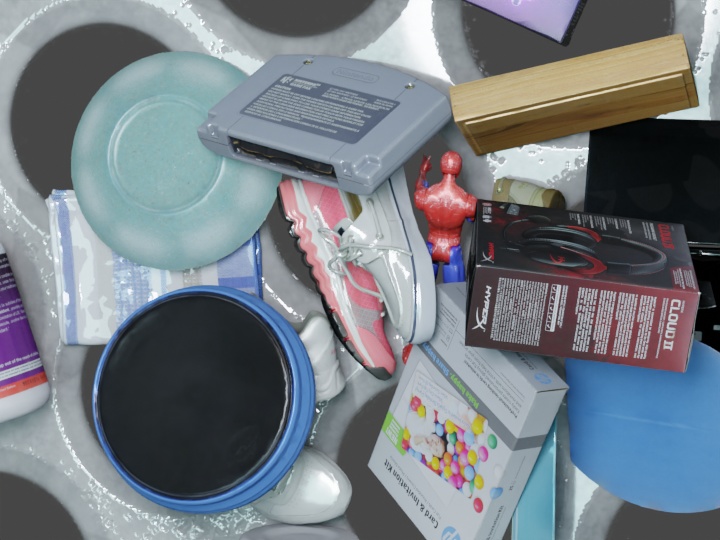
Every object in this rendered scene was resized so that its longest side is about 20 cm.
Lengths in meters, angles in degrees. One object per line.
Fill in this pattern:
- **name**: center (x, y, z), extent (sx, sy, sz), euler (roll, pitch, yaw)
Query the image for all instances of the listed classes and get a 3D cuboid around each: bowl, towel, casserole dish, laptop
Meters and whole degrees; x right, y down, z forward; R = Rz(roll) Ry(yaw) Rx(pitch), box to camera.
- **bowl**: center (-0.140, 0.110, 1.690), extent (0.200, 0.039, 0.201), euler (-3, 80, 14)
- **towel**: center (-0.188, -0.005, 1.786), extent (0.199, 0.024, 0.147), euler (-2, 96, 11)
- **casserole dish**: center (0.150, 0.195, 1.691), extent (0.039, 0.121, 0.201), euler (0, 95, 4)
- **laptop**: center (0.284, -0.020, 1.704), extent (0.177, 0.103, 0.200), euler (3, 121, 11)

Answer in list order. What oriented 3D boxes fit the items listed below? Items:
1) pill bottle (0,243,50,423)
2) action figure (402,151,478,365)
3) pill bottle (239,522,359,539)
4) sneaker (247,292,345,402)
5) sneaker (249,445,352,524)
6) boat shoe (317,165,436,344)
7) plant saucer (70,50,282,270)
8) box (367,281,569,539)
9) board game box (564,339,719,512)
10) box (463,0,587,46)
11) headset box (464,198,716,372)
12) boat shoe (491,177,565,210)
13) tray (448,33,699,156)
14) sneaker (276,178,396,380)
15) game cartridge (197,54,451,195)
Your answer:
- **pill bottle**: center (-0.363, 0.044, 1.778), extent (0.112, 0.112, 0.200), euler (-17, 92, 12)
- **action figure**: center (0.075, -0.022, 1.722), extent (0.065, 0.099, 0.200), euler (8, 119, 7)
- **pill bottle**: center (-0.057, 0.336, 1.750), extent (0.111, 0.111, 0.201), euler (2, 96, 10)
- **sneaker**: center (-0.115, 0.068, 1.749), extent (0.199, 0.078, 0.100), euler (-3, 105, 2)
- **sneaker**: center (-0.106, 0.179, 1.749), extent (0.200, 0.100, 0.075), euler (20, 91, 7)
- **boat shoe**: center (0.004, -0.030, 1.664), extent (0.086, 0.075, 0.202), euler (-8, 74, -20)
- **plant saucer**: center (-0.170, -0.102, 1.747), extent (0.200, 0.039, 0.202), euler (-1, 84, 10)
- **box**: center (0.088, 0.135, 1.667), extent (0.156, 0.041, 0.200), euler (49, 131, 41)
- **board game box**: center (0.260, 0.120, 1.688), extent (0.158, 0.039, 0.200), euler (7, 126, 21)
- **box**: center (0.114, -0.297, 1.676), extent (0.200, 0.079, 0.141), euler (24, 97, 7)
- **headset box**: center (0.188, 0.012, 1.588), extent (0.199, 0.149, 0.075), euler (7, 114, 1)
- **boat shoe**: center (0.124, 0.021, 1.709), extent (0.063, 0.073, 0.201), euler (16, 98, 23)
- **tray**: center (0.184, -0.147, 1.661), extent (0.200, 0.099, 0.037), euler (-11, 73, 12)
- **sneaker**: center (0.000, 0.000, 1.728), extent (0.087, 0.074, 0.200), euler (-25, 96, -4)
- **game cartridge**: center (-0.027, -0.131, 1.669), extent (0.200, 0.133, 0.042), euler (18, 134, 38)
